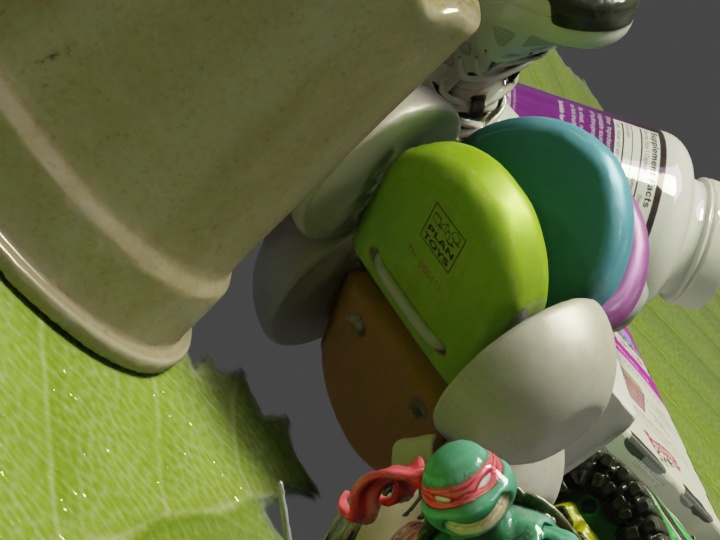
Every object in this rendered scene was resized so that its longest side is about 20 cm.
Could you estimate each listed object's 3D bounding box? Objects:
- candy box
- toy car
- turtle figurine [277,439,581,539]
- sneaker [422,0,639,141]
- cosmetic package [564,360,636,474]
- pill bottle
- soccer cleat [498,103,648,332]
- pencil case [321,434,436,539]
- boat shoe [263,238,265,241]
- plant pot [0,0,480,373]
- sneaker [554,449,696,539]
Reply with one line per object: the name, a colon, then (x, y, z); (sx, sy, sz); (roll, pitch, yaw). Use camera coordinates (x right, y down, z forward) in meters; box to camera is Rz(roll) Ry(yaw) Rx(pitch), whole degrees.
candy box: (0.136, 0.077, 1.494); (0.136, 0.061, 0.200); (45, 16, -36)
toy car: (0.055, 0.009, 1.065); (0.175, 0.150, 0.200); (55, -27, 22)
turtle figurine: (0.057, 0.133, 0.874); (0.201, 0.149, 0.101); (65, 24, -22)
sneaker: (0.064, -0.091, 1.096); (0.200, 0.075, 0.116); (-150, -121, -64)
cosmetic package: (0.073, 0.033, 1.295); (0.074, 0.101, 0.200); (50, 15, -23)
pill bottle: (0.115, -0.043, 1.434); (0.199, 0.113, 0.113); (18, 22, -10)
soccer cleat: (0.065, -0.041, 1.211); (0.200, 0.070, 0.086); (50, 9, 25)
pencil case: (0.069, 0.158, 0.995); (0.200, 0.078, 0.090); (47, 53, -25)
boat shoe: (0.000, 0.000, 1.193); (0.201, 0.072, 0.061); (52, 15, 21)
plant pot: (-0.062, -0.094, 0.944); (0.201, 0.183, 0.201); (51, 14, -17)
sneaker: (0.173, 0.178, 1.331); (0.200, 0.078, 0.085); (57, 12, 13)
